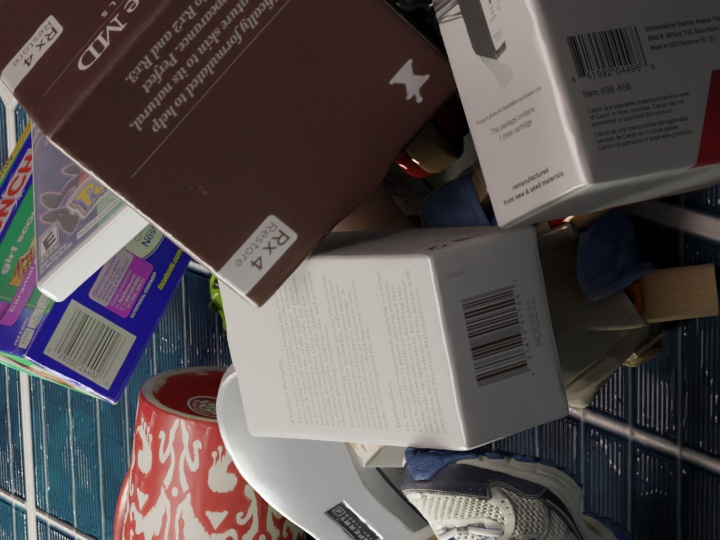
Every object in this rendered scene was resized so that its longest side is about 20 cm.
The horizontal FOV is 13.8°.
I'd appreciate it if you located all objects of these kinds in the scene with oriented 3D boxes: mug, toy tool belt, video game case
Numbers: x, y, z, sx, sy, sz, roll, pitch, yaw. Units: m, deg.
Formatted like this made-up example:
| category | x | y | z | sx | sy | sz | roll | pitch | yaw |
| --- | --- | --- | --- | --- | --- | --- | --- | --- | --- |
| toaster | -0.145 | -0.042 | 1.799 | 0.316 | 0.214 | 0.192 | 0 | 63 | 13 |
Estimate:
| category | x | y | z | sx | sy | sz | roll | pitch | yaw |
| --- | --- | --- | --- | --- | --- | --- | --- | --- | --- |
| mug | -0.112 | 0.167 | 1.915 | 0.177 | 0.133 | 0.201 | 15 | 110 | 29 |
| toy tool belt | 0.102 | -0.035 | 1.584 | 0.123 | 0.125 | 0.200 | -35 | 72 | 21 |
| video game case | -0.129 | -0.101 | 1.818 | 0.200 | 0.023 | 0.182 | -41 | 33 | 24 |

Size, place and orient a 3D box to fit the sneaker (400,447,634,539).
| category | x | y | z | sx | sy | sz | roll | pitch | yaw |
| --- | --- | --- | --- | --- | --- | --- | --- | --- | --- |
| sneaker | 0.083 | 0.150 | 1.536 | 0.077 | 0.200 | 0.085 | -2 | 65 | 35 |

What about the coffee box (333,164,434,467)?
| category | x | y | z | sx | sy | sz | roll | pitch | yaw |
| --- | --- | --- | --- | --- | --- | --- | --- | --- | --- |
| coffee box | 0.000 | 0.000 | 1.697 | 0.114 | 0.080 | 0.200 | -43 | 69 | 19 |

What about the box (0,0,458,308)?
| category | x | y | z | sx | sy | sz | roll | pitch | yaw |
| --- | --- | --- | --- | --- | --- | --- | --- | --- | --- |
| box | -0.085 | -0.122 | 1.547 | 0.166 | 0.164 | 0.200 | -48 | 35 | 3 |

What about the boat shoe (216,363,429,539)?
| category | x | y | z | sx | sy | sz | roll | pitch | yaw |
| --- | --- | --- | --- | --- | --- | --- | --- | --- | --- |
| boat shoe | -0.016 | 0.114 | 1.744 | 0.073 | 0.065 | 0.200 | -25 | 120 | 20 |

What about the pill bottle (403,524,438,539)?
| category | x | y | z | sx | sy | sz | roll | pitch | yaw |
| --- | --- | --- | --- | --- | --- | --- | --- | --- | --- |
| pill bottle | 0.091 | 0.237 | 1.661 | 0.200 | 0.115 | 0.116 | 42 | 132 | 42 |

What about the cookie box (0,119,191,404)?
| category | x | y | z | sx | sy | sz | roll | pitch | yaw |
| --- | --- | --- | --- | --- | --- | --- | --- | --- | --- |
| cookie box | -0.185 | -0.014 | 1.925 | 0.172 | 0.075 | 0.200 | -63 | 26 | -9 |

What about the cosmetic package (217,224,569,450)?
| category | x | y | z | sx | sy | sz | roll | pitch | yaw |
| --- | --- | --- | --- | --- | --- | --- | --- | --- | --- |
| cosmetic package | 0.013 | 0.033 | 1.541 | 0.200 | 0.071 | 0.102 | 0 | 103 | 55 |

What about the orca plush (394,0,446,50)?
| category | x | y | z | sx | sy | sz | roll | pitch | yaw |
| --- | --- | --- | --- | --- | --- | --- | --- | --- | --- |
| orca plush | 0.038 | -0.162 | 1.654 | 0.200 | 0.071 | 0.106 | -34 | 72 | 54 |

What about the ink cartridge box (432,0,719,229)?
| category | x | y | z | sx | sy | sz | roll | pitch | yaw |
| --- | --- | --- | --- | --- | --- | --- | --- | --- | --- |
| ink cartridge box | 0.117 | -0.136 | 1.481 | 0.084 | 0.144 | 0.201 | -26 | 78 | 55 |

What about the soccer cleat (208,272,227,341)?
| category | x | y | z | sx | sy | sz | roll | pitch | yaw |
| --- | --- | --- | --- | --- | --- | --- | --- | --- | --- |
| soccer cleat | -0.059 | -0.025 | 1.850 | 0.067 | 0.081 | 0.200 | 24 | 142 | 31 |
